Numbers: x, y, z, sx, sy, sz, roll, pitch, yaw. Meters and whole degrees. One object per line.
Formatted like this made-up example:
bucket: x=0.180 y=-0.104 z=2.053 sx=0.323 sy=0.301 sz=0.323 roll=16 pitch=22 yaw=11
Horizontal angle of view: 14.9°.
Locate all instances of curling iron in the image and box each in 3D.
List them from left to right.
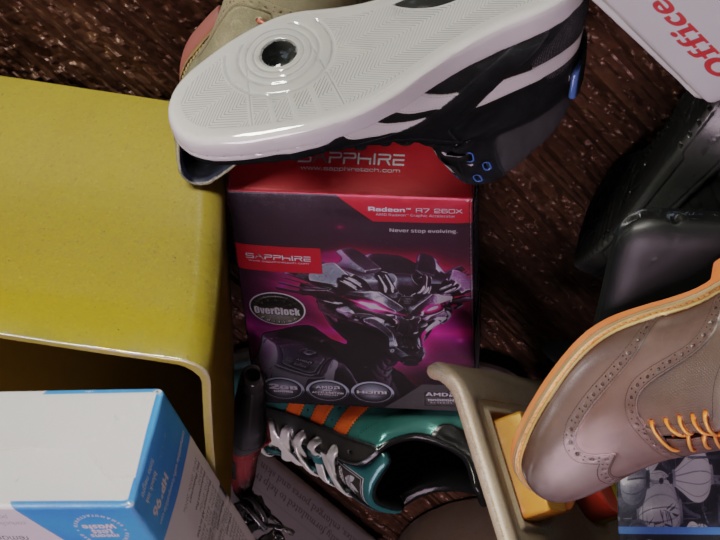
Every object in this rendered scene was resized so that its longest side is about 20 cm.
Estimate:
curling iron: x=-0.056 y=0.100 z=1.517 sx=0.050 sy=0.026 sz=0.200 roll=46 pitch=157 yaw=22

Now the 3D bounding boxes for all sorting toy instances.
sorting toy: x=0.114 y=0.139 z=1.432 sx=0.036 sy=0.200 sz=0.185 roll=-27 pitch=164 yaw=20

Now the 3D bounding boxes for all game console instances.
game console: x=0.203 y=0.014 z=1.352 sx=0.199 sy=0.117 sz=0.176 roll=2 pitch=130 yaw=-7

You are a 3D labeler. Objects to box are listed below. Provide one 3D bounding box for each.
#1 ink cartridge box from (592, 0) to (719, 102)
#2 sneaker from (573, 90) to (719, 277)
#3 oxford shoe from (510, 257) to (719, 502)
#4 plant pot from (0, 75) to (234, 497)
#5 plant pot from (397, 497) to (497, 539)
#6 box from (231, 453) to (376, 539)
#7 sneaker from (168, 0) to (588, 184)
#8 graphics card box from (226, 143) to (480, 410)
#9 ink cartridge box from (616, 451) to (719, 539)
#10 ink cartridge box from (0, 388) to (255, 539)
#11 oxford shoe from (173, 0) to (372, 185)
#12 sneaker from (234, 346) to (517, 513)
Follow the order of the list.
ink cartridge box: x=0.184 y=-0.165 z=1.113 sx=0.200 sy=0.085 sz=0.144 roll=-21 pitch=134 yaw=37
sneaker: x=0.187 y=-0.039 z=1.313 sx=0.104 sy=0.060 sz=0.200 roll=24 pitch=142 yaw=-11
oxford shoe: x=0.148 y=0.055 z=1.257 sx=0.071 sy=0.073 sz=0.200 roll=34 pitch=121 yaw=-29
plant pot: x=-0.152 y=0.016 z=1.397 sx=0.199 sy=0.177 sz=0.200 roll=9 pitch=145 yaw=6
plant pot: x=0.107 y=0.247 z=1.683 sx=0.200 sy=0.135 sz=0.201 roll=8 pitch=145 yaw=6
box: x=-0.108 y=0.213 z=1.645 sx=0.130 sy=0.200 sz=0.199 roll=-14 pitch=138 yaw=37
sneaker: x=0.017 y=-0.069 z=1.245 sx=0.200 sy=0.073 sz=0.112 roll=-22 pitch=141 yaw=-8
graphics card box: x=0.000 y=0.000 z=1.431 sx=0.125 sy=0.051 sz=0.200 roll=2 pitch=146 yaw=4
ink cartridge box: x=0.194 y=0.123 z=1.326 sx=0.039 sy=0.100 sz=0.200 roll=2 pitch=173 yaw=-31
ink cartridge box: x=-0.121 y=0.141 z=1.350 sx=0.116 sy=0.068 sz=0.200 roll=-2 pitch=143 yaw=20
oxford shoe: x=-0.036 y=-0.107 z=1.274 sx=0.070 sy=0.075 sz=0.200 roll=19 pitch=145 yaw=-10
sneaker: x=-0.008 y=0.091 z=1.541 sx=0.199 sy=0.080 sz=0.071 roll=1 pitch=145 yaw=21
